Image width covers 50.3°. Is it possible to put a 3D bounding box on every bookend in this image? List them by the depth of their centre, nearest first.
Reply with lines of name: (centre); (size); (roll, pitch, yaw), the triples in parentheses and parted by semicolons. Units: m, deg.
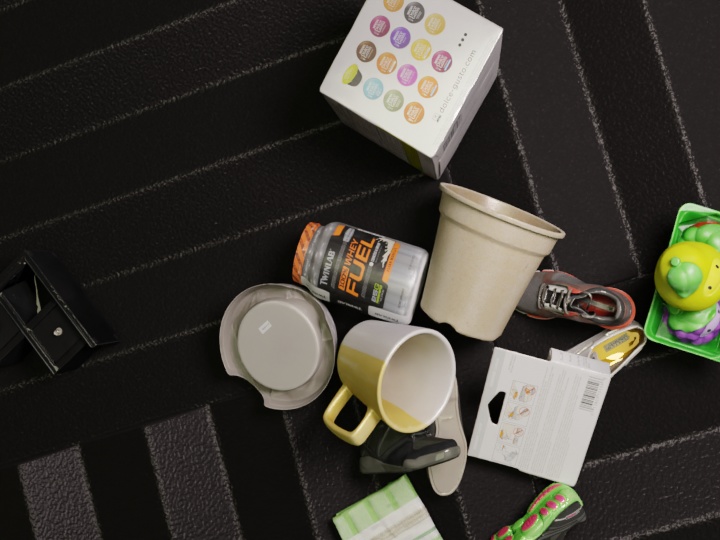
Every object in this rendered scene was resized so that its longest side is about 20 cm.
bookend: (-0.548, 0.108, 1.289); (0.199, 0.092, 0.200); (-41, 84, 7)

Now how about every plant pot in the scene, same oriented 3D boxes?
plant pot: (0.179, -0.007, 1.147); (0.196, 0.200, 0.188); (22, 103, 8)

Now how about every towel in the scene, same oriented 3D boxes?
towel: (0.062, 0.450, 1.228); (0.147, 0.031, 0.203); (-30, 83, 4)

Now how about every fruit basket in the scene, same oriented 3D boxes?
fruit basket: (0.483, 0.014, 1.085); (0.152, 0.215, 0.221); (17, 91, 8)

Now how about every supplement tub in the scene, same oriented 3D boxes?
supplement tub: (0.000, 0.000, 1.195); (0.195, 0.122, 0.126); (17, 91, 8)

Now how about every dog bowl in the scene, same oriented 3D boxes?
dog bowl: (-0.125, 0.114, 1.223); (0.194, 0.059, 0.206); (3, 102, 15)

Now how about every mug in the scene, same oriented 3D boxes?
mug: (0.026, 0.149, 1.144); (0.183, 0.152, 0.154); (-17, 111, -33)

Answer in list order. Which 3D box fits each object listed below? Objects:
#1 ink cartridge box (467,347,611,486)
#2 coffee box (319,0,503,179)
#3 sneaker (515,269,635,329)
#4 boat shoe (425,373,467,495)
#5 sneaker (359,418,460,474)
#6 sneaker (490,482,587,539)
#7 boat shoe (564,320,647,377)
ink cartridge box: (0.264, 0.212, 1.153); (0.169, 0.044, 0.205); (14, 116, 9)
coffee box: (0.079, -0.285, 1.150); (0.195, 0.200, 0.203); (31, 93, 8)
sneaker: (0.309, 0.039, 1.154); (0.195, 0.081, 0.079); (7, 88, 26)
boat shoe: (0.130, 0.246, 1.212); (0.065, 0.057, 0.206); (-3, 93, -5)
sneaker: (0.065, 0.248, 1.170); (0.197, 0.075, 0.118); (-17, 77, 50)
sneaker: (0.265, 0.416, 1.169); (0.083, 0.077, 0.200); (40, 107, -10)
boat shoe: (0.350, 0.145, 1.166); (0.198, 0.070, 0.072); (-34, 85, 6)
